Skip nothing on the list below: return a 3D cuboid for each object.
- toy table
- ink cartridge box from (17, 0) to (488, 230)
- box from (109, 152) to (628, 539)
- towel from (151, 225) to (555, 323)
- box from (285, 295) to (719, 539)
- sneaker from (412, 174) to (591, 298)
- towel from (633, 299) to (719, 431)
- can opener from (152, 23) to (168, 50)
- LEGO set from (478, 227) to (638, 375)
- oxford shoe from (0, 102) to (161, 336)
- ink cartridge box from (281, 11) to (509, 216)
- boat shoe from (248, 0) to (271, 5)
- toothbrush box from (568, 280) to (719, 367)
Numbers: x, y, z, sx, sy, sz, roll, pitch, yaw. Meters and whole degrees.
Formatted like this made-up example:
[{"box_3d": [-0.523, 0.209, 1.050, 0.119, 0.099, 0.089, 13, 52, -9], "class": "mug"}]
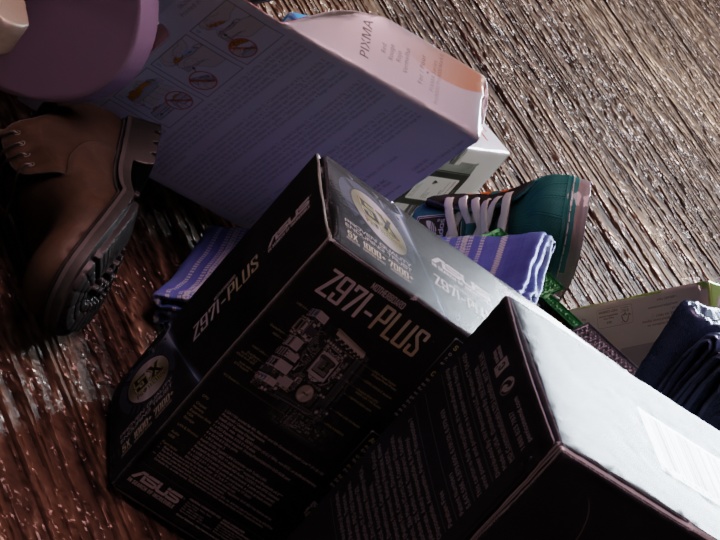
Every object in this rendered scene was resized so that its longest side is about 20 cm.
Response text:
[{"box_3d": [-0.201, -0.168, 1.350, 0.199, 0.185, 0.117, 33, 14, 22], "class": "toy table"}, {"box_3d": [-0.058, -0.095, 1.464, 0.199, 0.162, 0.050, 31, 48, -24], "class": "ink cartridge box"}, {"box_3d": [0.008, 0.073, 1.284, 0.199, 0.164, 0.086, 34, 22, -20], "class": "box"}, {"box_3d": [0.000, 0.000, 1.445, 0.198, 0.024, 0.145, 2, 17, 9], "class": "towel"}, {"box_3d": [0.085, 0.155, 1.212, 0.199, 0.197, 0.124, 32, 21, -25], "class": "box"}, {"box_3d": [0.071, -0.012, 1.608, 0.079, 0.200, 0.072, 14, 71, -14], "class": "sneaker"}, {"box_3d": [0.153, 0.115, 1.419, 0.048, 0.201, 0.111, 38, 16, 33], "class": "towel"}, {"box_3d": [-0.140, -0.199, 1.516, 0.200, 0.067, 0.053, 47, 15, 24], "class": "can opener"}, {"box_3d": [0.066, 0.079, 1.510, 0.200, 0.116, 0.153, 37, 45, 27], "class": "LEGO set"}, {"box_3d": [-0.152, -0.029, 1.351, 0.084, 0.073, 0.200, 22, 21, -9], "class": "oxford shoe"}, {"box_3d": [0.018, -0.097, 1.788, 0.116, 0.068, 0.200, 51, 21, 21], "class": "ink cartridge box"}, {"box_3d": [-0.095, -0.171, 1.565, 0.072, 0.199, 0.066, 68, 4, -58], "class": "boat shoe"}, {"box_3d": [0.196, 0.071, 1.641, 0.199, 0.145, 0.087, 12, 70, -54], "class": "toothbrush box"}]
